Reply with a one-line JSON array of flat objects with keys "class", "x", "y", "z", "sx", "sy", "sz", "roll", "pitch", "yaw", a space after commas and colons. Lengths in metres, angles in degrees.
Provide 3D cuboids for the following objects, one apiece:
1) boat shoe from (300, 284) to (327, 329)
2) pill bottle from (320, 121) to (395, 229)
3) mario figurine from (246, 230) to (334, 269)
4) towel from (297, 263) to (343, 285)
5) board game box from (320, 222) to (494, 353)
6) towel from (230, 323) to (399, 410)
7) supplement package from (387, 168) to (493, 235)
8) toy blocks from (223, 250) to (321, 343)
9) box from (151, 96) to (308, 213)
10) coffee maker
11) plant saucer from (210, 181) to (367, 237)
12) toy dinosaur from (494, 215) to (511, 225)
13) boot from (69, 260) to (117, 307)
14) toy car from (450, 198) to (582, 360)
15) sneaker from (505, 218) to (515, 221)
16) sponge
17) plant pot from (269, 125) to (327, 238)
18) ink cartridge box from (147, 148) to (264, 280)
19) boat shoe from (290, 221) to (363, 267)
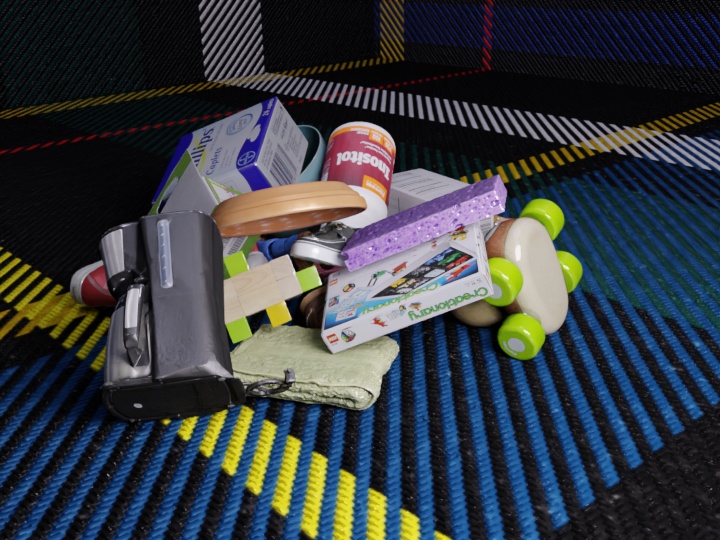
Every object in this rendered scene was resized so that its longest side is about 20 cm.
[{"class": "boat shoe", "x": 0.022, "y": 0.033, "z": 1.062, "sx": 0.199, "sy": 0.071, "sz": 0.070, "roll": -29, "pitch": 42, "yaw": -8}, {"class": "pill bottle", "x": -0.008, "y": -0.126, "z": 1.274, "sx": 0.112, "sy": 0.113, "sz": 0.201, "roll": 2, "pitch": 57, "yaw": 9}, {"class": "mario figurine", "x": -0.130, "y": -0.003, "z": 1.165, "sx": 0.199, "sy": 0.124, "sz": 0.106, "roll": -5, "pitch": 50, "yaw": 38}, {"class": "towel", "x": 0.000, "y": 0.000, "z": 1.194, "sx": 0.144, "sy": 0.023, "sz": 0.200, "roll": -11, "pitch": 10, "yaw": -18}, {"class": "board game box", "x": 0.052, "y": 0.015, "z": 0.947, "sx": 0.199, "sy": 0.035, "sz": 0.126, "roll": -21, "pitch": 30, "yaw": 16}, {"class": "towel", "x": -0.063, "y": 0.110, "z": 0.948, "sx": 0.199, "sy": 0.037, "sz": 0.148, "roll": 3, "pitch": 21, "yaw": 15}, {"class": "supplement package", "x": 0.114, "y": -0.089, "z": 1.332, "sx": 0.109, "sy": 0.114, "sz": 0.200, "roll": -15, "pitch": 25, "yaw": -28}, {"class": "toy blocks", "x": -0.153, "y": 0.036, "z": 1.037, "sx": 0.199, "sy": 0.100, "sz": 0.137, "roll": -22, "pitch": -1, "yaw": -7}, {"class": "box", "x": -0.202, "y": -0.153, "z": 1.275, "sx": 0.199, "sy": 0.105, "sz": 0.184, "roll": -18, "pitch": 38, "yaw": 24}, {"class": "coffee maker", "x": -0.186, "y": 0.049, "z": 0.883, "sx": 0.191, "sy": 0.135, "sz": 0.201, "roll": 6, "pitch": 58, "yaw": -25}, {"class": "plant saucer", "x": -0.092, "y": -0.075, "z": 0.985, "sx": 0.199, "sy": 0.038, "sz": 0.200, "roll": -11, "pitch": -1, "yaw": 0}, {"class": "toy dinosaur", "x": 0.221, "y": -0.085, "z": 1.392, "sx": 0.199, "sy": 0.061, "sz": 0.106, "roll": 7, "pitch": 22, "yaw": 20}, {"class": "boot", "x": -0.305, "y": 0.003, "z": 1.193, "sx": 0.144, "sy": 0.073, "sz": 0.200, "roll": 9, "pitch": 30, "yaw": 20}, {"class": "toy car", "x": 0.157, "y": 0.013, "z": 1.051, "sx": 0.199, "sy": 0.158, "sz": 0.164, "roll": -4, "pitch": 32, "yaw": 41}, {"class": "sneaker", "x": 0.248, "y": -0.039, "z": 1.226, "sx": 0.070, "sy": 0.094, "sz": 0.200, "roll": 10, "pitch": 24, "yaw": 26}, {"class": "sponge", "x": 0.079, "y": -0.060, "z": 0.987, "sx": 0.199, "sy": 0.030, "sz": 0.112, "roll": -21, "pitch": 12, "yaw": 16}, {"class": "plant pot", "x": -0.122, "y": -0.132, "z": 1.392, "sx": 0.199, "sy": 0.135, "sz": 0.201, "roll": -21, "pitch": 38, "yaw": 18}, {"class": "ink cartridge box", "x": -0.230, "y": -0.063, "z": 1.152, "sx": 0.076, "sy": 0.148, "sz": 0.200, "roll": 22, "pitch": 20, "yaw": -36}, {"class": "boat shoe", "x": -0.033, "y": -0.036, "z": 1.062, "sx": 0.068, "sy": 0.057, "sz": 0.200, "roll": 10, "pitch": 2, "yaw": 21}]
